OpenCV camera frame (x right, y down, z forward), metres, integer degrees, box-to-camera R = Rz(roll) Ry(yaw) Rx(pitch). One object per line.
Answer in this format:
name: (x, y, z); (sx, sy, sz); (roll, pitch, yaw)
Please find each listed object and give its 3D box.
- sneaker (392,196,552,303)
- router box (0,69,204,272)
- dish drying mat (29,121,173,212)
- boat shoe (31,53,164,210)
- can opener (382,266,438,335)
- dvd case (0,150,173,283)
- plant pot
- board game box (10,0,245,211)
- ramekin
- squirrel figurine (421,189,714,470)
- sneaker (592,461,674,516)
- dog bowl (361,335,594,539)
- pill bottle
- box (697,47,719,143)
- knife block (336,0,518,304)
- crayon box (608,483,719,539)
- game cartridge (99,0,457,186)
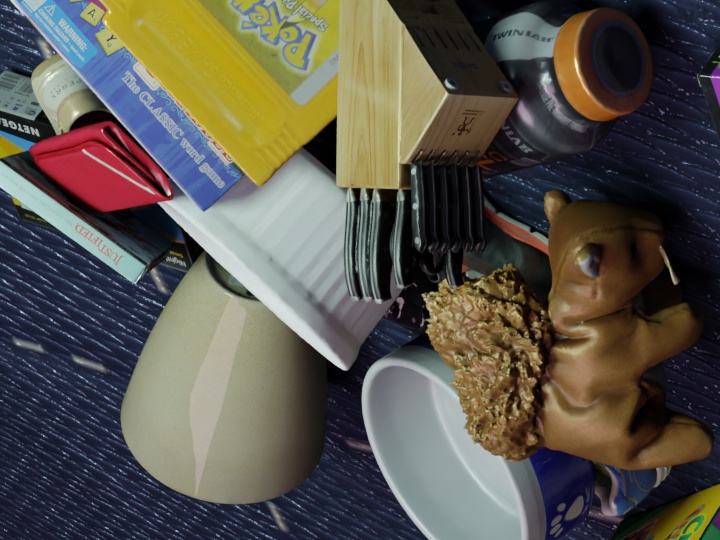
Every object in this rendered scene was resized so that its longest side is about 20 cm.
sneaker: (0.086, -0.005, 1.650); (0.200, 0.082, 0.077); (41, 149, -4)
router box: (-0.230, -0.086, 1.891); (0.199, 0.051, 0.150); (17, 143, 28)
dish drying mat: (-0.197, -0.074, 1.612); (0.077, 0.018, 0.200); (43, 163, -16)
boat shoe: (-0.201, -0.094, 1.704); (0.069, 0.074, 0.200); (62, -177, 32)
can opener: (0.000, 0.000, 1.748); (0.200, 0.078, 0.064); (22, 104, 39)
dvd case: (-0.225, -0.048, 1.760); (0.146, 0.022, 0.200); (36, -173, -2)
plant pot: (-0.104, 0.068, 1.872); (0.187, 0.187, 0.200); (29, 133, 14)
board game box: (-0.104, -0.181, 1.506); (0.200, 0.199, 0.041); (48, 176, -14)
ramekin: (-0.053, -0.027, 1.624); (0.200, 0.098, 0.200); (41, 175, 4)
squirrel figurine: (0.148, 0.041, 1.555); (0.199, 0.142, 0.187); (-11, 128, 0)
sneaker: (0.159, 0.120, 1.745); (0.200, 0.077, 0.076); (34, 150, 10)
dog bowl: (0.093, 0.141, 1.720); (0.200, 0.079, 0.201); (40, 147, 33)
pill bottle: (0.105, -0.122, 1.459); (0.200, 0.106, 0.106); (-14, 122, 51)
box: (0.325, -0.072, 1.371); (0.199, 0.036, 0.143); (12, 141, 38)
knife block: (0.021, -0.085, 1.429); (0.176, 0.064, 0.200); (-56, 50, 34)
crayon box: (0.231, 0.275, 1.753); (0.058, 0.200, 0.172); (42, 148, -7)
game cartridge: (-0.057, -0.187, 1.469); (0.176, 0.200, 0.032); (46, -178, -14)
